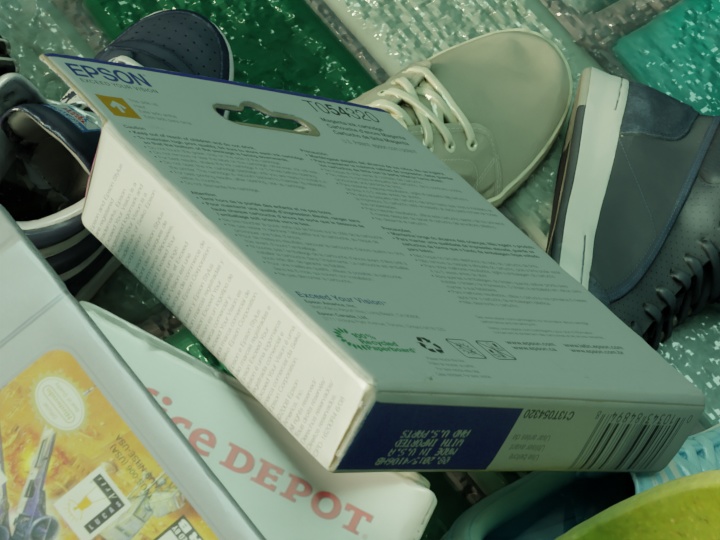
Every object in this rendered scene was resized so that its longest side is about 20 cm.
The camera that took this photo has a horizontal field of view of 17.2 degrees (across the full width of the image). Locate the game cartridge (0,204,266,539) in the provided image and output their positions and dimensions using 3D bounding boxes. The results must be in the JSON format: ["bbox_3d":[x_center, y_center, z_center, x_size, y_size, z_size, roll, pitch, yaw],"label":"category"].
[{"bbox_3d":[-0.106,0.095,0.749,0.133,0.042,0.200,-38,82,-13],"label":"game cartridge"}]

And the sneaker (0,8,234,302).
[{"bbox_3d":[-0.103,-0.057,0.957,0.070,0.109,0.201,29,55,6],"label":"sneaker"}]

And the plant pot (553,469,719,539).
[{"bbox_3d":[0.108,0.201,0.781,0.200,0.200,0.185,-43,100,-32],"label":"plant pot"}]

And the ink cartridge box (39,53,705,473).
[{"bbox_3d":[0.000,0.000,0.860,0.195,0.044,0.200,5,30,-49],"label":"ink cartridge box"}]

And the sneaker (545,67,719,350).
[{"bbox_3d":[0.145,0.009,0.991,0.145,0.077,0.203,16,53,1],"label":"sneaker"}]

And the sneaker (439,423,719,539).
[{"bbox_3d":[0.115,0.097,0.921,0.199,0.082,0.074,-22,65,-25],"label":"sneaker"}]

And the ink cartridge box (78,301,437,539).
[{"bbox_3d":[-0.081,0.134,0.803,0.147,0.086,0.201,28,78,3],"label":"ink cartridge box"}]

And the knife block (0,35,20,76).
[{"bbox_3d":[-0.233,-0.057,0.935,0.174,0.064,0.201,24,44,-3],"label":"knife block"}]

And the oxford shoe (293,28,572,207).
[{"bbox_3d":[0.020,-0.054,1.017,0.199,0.058,0.075,-31,66,-31],"label":"oxford shoe"}]
